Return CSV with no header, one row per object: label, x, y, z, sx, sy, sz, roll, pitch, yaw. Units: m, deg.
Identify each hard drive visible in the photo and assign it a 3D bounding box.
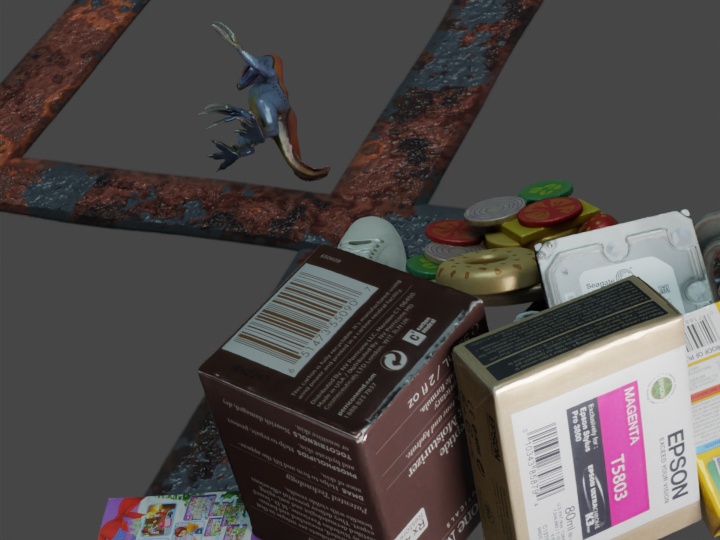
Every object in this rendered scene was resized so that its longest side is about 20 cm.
hard drive,0.234,0.057,1.507,0.139,0.038,0.201,-12,68,4

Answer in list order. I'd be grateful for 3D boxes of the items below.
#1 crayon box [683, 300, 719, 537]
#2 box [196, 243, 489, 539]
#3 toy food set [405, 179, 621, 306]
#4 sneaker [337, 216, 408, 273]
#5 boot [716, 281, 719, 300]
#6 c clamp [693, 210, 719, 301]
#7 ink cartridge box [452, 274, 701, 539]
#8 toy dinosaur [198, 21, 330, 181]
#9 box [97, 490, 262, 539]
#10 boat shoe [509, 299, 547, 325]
crayon box,0.310,0.123,1.424,0.125,0.052,0.201,-20,68,-7
box,0.003,0.119,1.405,0.164,0.200,0.166,19,51,34
toy food set,0.142,-0.023,1.653,0.199,0.049,0.198,-20,22,-15
sneaker,0.000,0.000,1.681,0.073,0.085,0.200,-6,39,13
boot,0.393,-0.011,1.519,0.199,0.151,0.073,6,44,24
c clamp,0.350,0.023,1.491,0.027,0.172,0.200,-18,9,-35
ink cartridge box,0.167,0.126,1.361,0.164,0.201,0.075,-21,31,-15
toy dinosaur,-0.104,-0.173,1.950,0.200,0.105,0.182,36,37,0
box,-0.156,0.267,1.453,0.136,0.039,0.200,-4,41,12
boat shoe,0.153,0.068,1.565,0.071,0.068,0.200,9,45,26
